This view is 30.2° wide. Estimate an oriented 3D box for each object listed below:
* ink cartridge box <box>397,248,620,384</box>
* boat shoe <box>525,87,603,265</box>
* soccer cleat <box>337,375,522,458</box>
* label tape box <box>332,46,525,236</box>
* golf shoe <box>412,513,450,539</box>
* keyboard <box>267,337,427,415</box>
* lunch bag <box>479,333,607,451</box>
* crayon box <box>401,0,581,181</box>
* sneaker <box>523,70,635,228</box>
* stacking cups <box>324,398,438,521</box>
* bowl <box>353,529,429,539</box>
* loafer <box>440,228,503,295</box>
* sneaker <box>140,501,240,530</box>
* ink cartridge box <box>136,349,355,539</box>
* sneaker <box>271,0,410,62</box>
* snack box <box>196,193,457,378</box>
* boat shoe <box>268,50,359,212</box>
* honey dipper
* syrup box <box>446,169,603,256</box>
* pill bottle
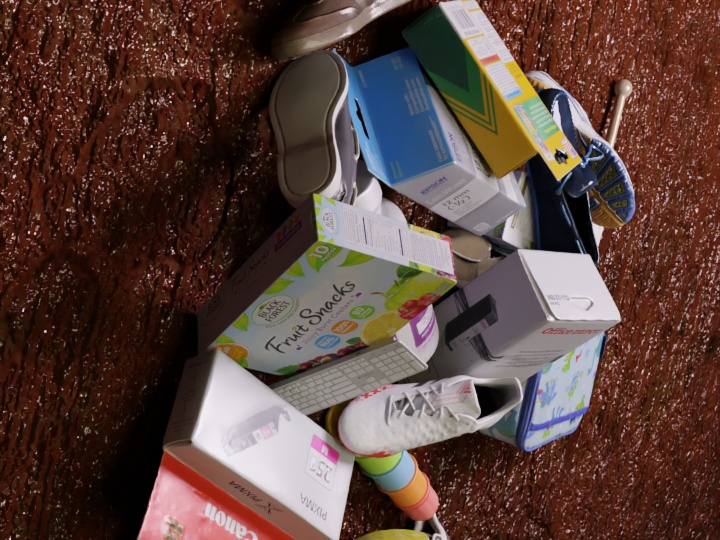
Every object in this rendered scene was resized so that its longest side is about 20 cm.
[{"bbox_3d":[0.146,0.063,1.384,0.144,0.200,0.084,3,59,-50],"label":"ink cartridge box"},{"bbox_3d":[0.224,-0.097,1.409,0.084,0.068,0.201,-39,126,-38],"label":"boat shoe"},{"bbox_3d":[0.068,0.132,1.273,0.199,0.085,0.069,-4,73,-37],"label":"soccer cleat"},{"bbox_3d":[0.066,-0.133,1.281,0.200,0.066,0.144,27,39,-51],"label":"label tape box"},{"bbox_3d":[0.063,0.334,1.429,0.200,0.077,0.089,-73,152,-73],"label":"golf shoe"},{"bbox_3d":[-0.038,0.109,1.209,0.056,0.199,0.011,47,29,-41],"label":"keyboard"},{"bbox_3d":[0.212,0.123,1.554,0.200,0.082,0.162,-2,107,-61],"label":"lunch bag"},{"bbox_3d":[0.130,-0.167,1.303,0.201,0.051,0.126,56,24,0],"label":"crayon box"},{"bbox_3d":[0.242,-0.141,1.478,0.201,0.075,0.088,54,28,-8],"label":"sneaker"},{"bbox_3d":[0.027,0.200,1.407,0.061,0.060,0.200,-58,142,-20],"label":"stacking cups"},{"bbox_3d":[-0.011,0.347,1.340,0.107,0.200,0.202,18,86,-7],"label":"bowl"},{"bbox_3d":[0.093,-0.014,1.404,0.200,0.076,0.068,28,78,-60],"label":"loafer"},{"bbox_3d":[-0.135,0.216,1.222,0.199,0.072,0.083,-7,140,-53],"label":"sneaker"},{"bbox_3d":[-0.093,0.194,1.161,0.200,0.043,0.175,42,45,-36],"label":"ink cartridge box"},{"bbox_3d":[-0.020,-0.253,1.214,0.200,0.070,0.076,-37,107,-40],"label":"sneaker"},{"bbox_3d":[-0.033,0.023,1.144,0.141,0.200,0.053,17,50,-29],"label":"snack box"},{"bbox_3d":[-0.035,-0.113,1.167,0.061,0.073,0.201,64,14,-44],"label":"boat shoe"},{"bbox_3d":[0.303,-0.138,1.644,0.038,0.038,0.202,23,80,-50],"label":"honey dipper"},{"bbox_3d":[0.188,-0.054,1.496,0.199,0.078,0.082,20,86,-51],"label":"syrup box"},{"bbox_3d":[0.000,0.000,1.263,0.112,0.112,0.201,-43,131,-33],"label":"pill bottle"}]
